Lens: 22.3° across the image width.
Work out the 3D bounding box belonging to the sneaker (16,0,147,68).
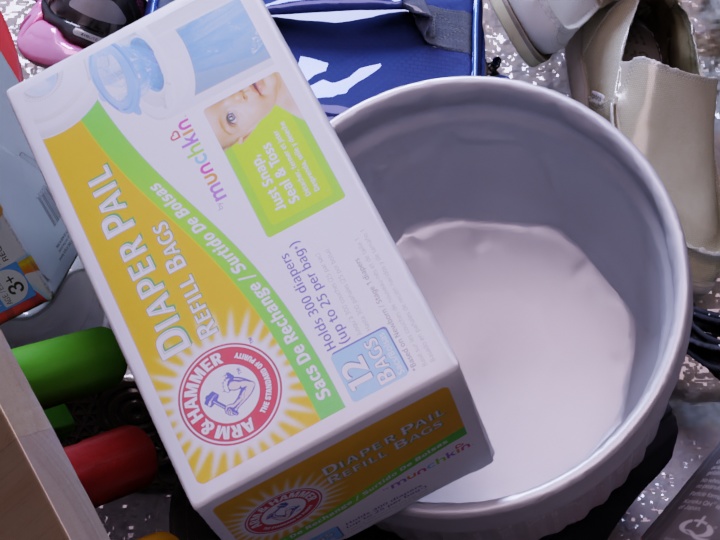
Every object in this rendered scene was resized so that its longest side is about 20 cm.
[{"bbox_3d":[-0.145,-0.176,1.014,0.078,0.096,0.200,12,23,-18],"label":"sneaker"}]

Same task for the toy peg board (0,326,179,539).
[{"bbox_3d":[-0.138,0.129,0.712,0.097,0.200,0.200,-16,72,-53],"label":"toy peg board"}]

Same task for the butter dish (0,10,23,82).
[{"bbox_3d":[-0.242,-0.084,0.961,0.200,0.147,0.200,-42,52,21],"label":"butter dish"}]

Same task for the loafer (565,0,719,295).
[{"bbox_3d":[0.156,-0.077,0.974,0.075,0.068,0.201,11,48,-25],"label":"loafer"}]

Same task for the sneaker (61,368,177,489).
[{"bbox_3d":[-0.069,0.059,0.909,0.198,0.071,0.076,1,36,-6],"label":"sneaker"}]

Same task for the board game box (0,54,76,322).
[{"bbox_3d":[-0.233,-0.007,0.798,0.199,0.104,0.105,-26,17,11],"label":"board game box"}]

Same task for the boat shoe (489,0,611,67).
[{"bbox_3d":[0.114,-0.175,1.006,0.068,0.075,0.200,-24,20,23],"label":"boat shoe"}]

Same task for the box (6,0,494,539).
[{"bbox_3d":[-0.043,0.002,0.719,0.112,0.102,0.201,-28,63,-2],"label":"box"}]

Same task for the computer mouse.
[{"bbox_3d":[0.090,0.072,0.879,0.200,0.046,0.140,-45,35,-7],"label":"computer mouse"}]

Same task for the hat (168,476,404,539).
[{"bbox_3d":[-0.019,0.172,0.767,0.200,0.081,0.201,32,20,-13],"label":"hat"}]

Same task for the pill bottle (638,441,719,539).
[{"bbox_3d":[0.195,0.123,0.822,0.110,0.111,0.200,34,62,22],"label":"pill bottle"}]

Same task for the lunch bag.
[{"bbox_3d":[-0.018,-0.096,0.966,0.198,0.133,0.137,2,55,3],"label":"lunch bag"}]

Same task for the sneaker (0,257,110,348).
[{"bbox_3d":[-0.222,0.019,0.907,0.198,0.100,0.078,-14,55,-9],"label":"sneaker"}]

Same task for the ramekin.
[{"bbox_3d":[0.048,0.028,0.804,0.198,0.105,0.202,-5,65,10],"label":"ramekin"}]
